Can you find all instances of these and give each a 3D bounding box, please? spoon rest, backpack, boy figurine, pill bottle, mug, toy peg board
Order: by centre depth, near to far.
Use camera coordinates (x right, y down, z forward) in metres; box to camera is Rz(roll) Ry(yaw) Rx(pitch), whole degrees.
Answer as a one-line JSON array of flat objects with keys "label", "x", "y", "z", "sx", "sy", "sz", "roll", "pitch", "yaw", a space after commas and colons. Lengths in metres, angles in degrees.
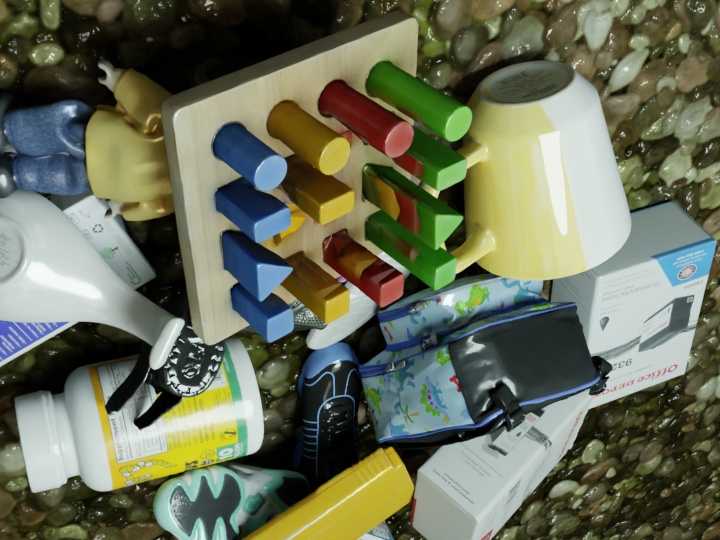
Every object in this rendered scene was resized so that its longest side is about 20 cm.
[{"label": "toy peg board", "x": -0.016, "y": -0.045, "z": 0.637, "sx": 0.199, "sy": 0.098, "sz": 0.200, "roll": -29, "pitch": 138, "yaw": -30}, {"label": "boy figurine", "x": -0.160, "y": -0.091, "z": 0.655, "sx": 0.200, "sy": 0.064, "sz": 0.124, "roll": -1, "pitch": 127, "yaw": -2}, {"label": "spoon rest", "x": -0.219, "y": 0.010, "z": 0.680, "sx": 0.099, "sy": 0.200, "sz": 0.061, "roll": -62, "pitch": 172, "yaw": -1}, {"label": "mug", "x": 0.147, "y": -0.085, "z": 0.792, "sx": 0.149, "sy": 0.187, "sz": 0.153, "roll": 4, "pitch": 128, "yaw": 26}, {"label": "pill bottle", "x": -0.196, "y": 0.131, "z": 0.820, "sx": 0.200, "sy": 0.113, "sz": 0.113, "roll": -11, "pitch": 130, "yaw": -19}, {"label": "backpack", "x": 0.098, "y": 0.084, "z": 0.889, "sx": 0.183, "sy": 0.147, "sz": 0.200, "roll": -12, "pitch": 169, "yaw": -40}]

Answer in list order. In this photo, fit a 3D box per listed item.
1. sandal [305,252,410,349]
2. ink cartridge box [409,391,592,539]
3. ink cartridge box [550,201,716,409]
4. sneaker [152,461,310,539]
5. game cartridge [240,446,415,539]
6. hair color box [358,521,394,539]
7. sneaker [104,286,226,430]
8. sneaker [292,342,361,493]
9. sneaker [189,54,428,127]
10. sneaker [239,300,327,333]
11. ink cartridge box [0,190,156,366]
[{"label": "sandal", "x": 0.005, "y": -0.001, "z": 0.861, "sx": 0.082, "sy": 0.050, "sz": 0.203, "roll": -11, "pitch": 148, "yaw": -45}, {"label": "ink cartridge box", "x": 0.151, "y": 0.208, "z": 1.009, "sx": 0.200, "sy": 0.083, "sz": 0.147, "roll": -40, "pitch": 153, "yaw": -27}, {"label": "ink cartridge box", "x": 0.290, "y": 0.042, "z": 1.012, "sx": 0.145, "sy": 0.084, "sz": 0.200, "roll": -17, "pitch": 131, "yaw": -15}, {"label": "sneaker", "x": -0.160, "y": 0.226, "z": 0.913, "sx": 0.200, "sy": 0.140, "sz": 0.078, "roll": 22, "pitch": 72, "yaw": -53}, {"label": "game cartridge", "x": -0.038, "y": 0.255, "z": 0.923, "sx": 0.200, "sy": 0.032, "sz": 0.176, "roll": -34, "pitch": 155, "yaw": -8}, {"label": "hair color box", "x": -0.065, "y": 0.357, "z": 1.099, "sx": 0.200, "sy": 0.061, "sz": 0.100, "roll": -47, "pitch": 132, "yaw": 13}, {"label": "sneaker", "x": -0.132, "y": 0.035, "z": 0.741, "sx": 0.060, "sy": 0.104, "sz": 0.200, "roll": 32, "pitch": 74, "yaw": -22}, {"label": "sneaker", "x": -0.027, "y": 0.169, "z": 0.958, "sx": 0.070, "sy": 0.078, "sz": 0.200, "roll": -8, "pitch": 129, "yaw": -21}, {"label": "sneaker", "x": -0.036, "y": -0.125, "z": 0.733, "sx": 0.200, "sy": 0.075, "sz": 0.079, "roll": -1, "pitch": 129, "yaw": -15}, {"label": "sneaker", "x": -0.050, "y": -0.017, "z": 0.805, "sx": 0.114, "sy": 0.076, "sz": 0.199, "roll": 23, "pitch": 116, "yaw": -40}, {"label": "ink cartridge box", "x": -0.275, "y": 0.014, "z": 0.739, "sx": 0.200, "sy": 0.039, "sz": 0.100, "roll": -30, "pitch": 132, "yaw": -4}]
